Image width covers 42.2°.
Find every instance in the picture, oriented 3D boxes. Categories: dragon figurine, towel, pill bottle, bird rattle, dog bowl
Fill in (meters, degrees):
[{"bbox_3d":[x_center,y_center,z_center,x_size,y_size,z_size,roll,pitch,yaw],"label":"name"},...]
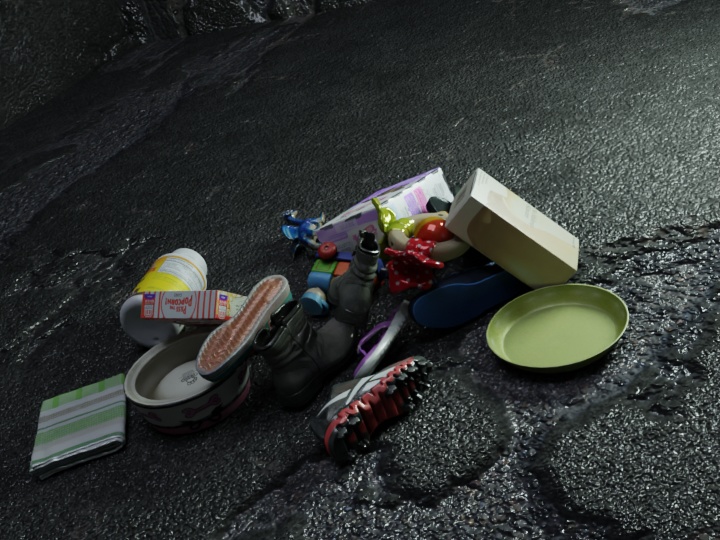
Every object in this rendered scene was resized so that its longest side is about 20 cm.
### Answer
[{"bbox_3d":[-0.115,-0.063,1.792,0.099,0.059,0.200,-14,27,9],"label":"dragon figurine"},{"bbox_3d":[-0.438,0.242,1.474,0.148,0.031,0.200,-18,25,-4],"label":"towel"},{"bbox_3d":[-0.347,0.043,1.685,0.109,0.110,0.200,-8,29,19],"label":"pill bottle"},{"bbox_3d":[0.093,-0.050,1.435,0.162,0.113,0.200,-15,23,-17],"label":"bird rattle"},{"bbox_3d":[-0.258,0.171,1.439,0.199,0.074,0.200,-13,28,7],"label":"dog bowl"}]

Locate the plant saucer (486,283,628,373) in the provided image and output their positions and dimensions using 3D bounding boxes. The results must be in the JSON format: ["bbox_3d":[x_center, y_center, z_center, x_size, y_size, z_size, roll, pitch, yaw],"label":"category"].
[{"bbox_3d":[0.278,0.086,1.318,0.199,0.031,0.200,-14,28,7],"label":"plant saucer"}]

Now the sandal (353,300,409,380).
[{"bbox_3d":[0.021,0.103,1.386,0.050,0.083,0.203,32,31,6],"label":"sandal"}]

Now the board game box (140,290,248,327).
[{"bbox_3d":[-0.232,0.066,1.514,0.151,0.047,0.200,-1,-10,30],"label":"board game box"}]

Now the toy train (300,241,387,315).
[{"bbox_3d":[0.002,0.027,1.554,0.199,0.085,0.116,7,52,27],"label":"toy train"}]

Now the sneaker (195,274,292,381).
[{"bbox_3d":[-0.160,0.100,1.380,0.071,0.080,0.200,14,50,36],"label":"sneaker"}]

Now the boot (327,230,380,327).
[{"bbox_3d":[0.000,0.000,1.417,0.067,0.131,0.200,13,10,-8],"label":"boot"}]

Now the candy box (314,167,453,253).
[{"bbox_3d":[0.044,-0.098,1.674,0.167,0.072,0.200,-17,13,45],"label":"candy box"}]

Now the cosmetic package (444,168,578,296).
[{"bbox_3d":[0.234,-0.057,1.428,0.071,0.200,0.105,-51,9,33],"label":"cosmetic package"}]

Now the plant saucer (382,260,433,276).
[{"bbox_3d":[0.047,-0.011,1.648,0.199,0.019,0.070,0,32,32],"label":"plant saucer"}]

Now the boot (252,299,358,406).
[{"bbox_3d":[-0.076,0.096,1.388,0.067,0.131,0.200,2,34,32],"label":"boot"}]

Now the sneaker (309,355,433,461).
[{"bbox_3d":[0.011,0.174,1.275,0.200,0.071,0.098,-36,35,-28],"label":"sneaker"}]

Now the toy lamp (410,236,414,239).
[{"bbox_3d":[0.137,-0.065,1.619,0.058,0.059,0.200,-4,16,25],"label":"toy lamp"}]

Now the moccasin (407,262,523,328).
[{"bbox_3d":[0.158,0.039,1.446,0.199,0.081,0.068,-14,21,-23],"label":"moccasin"}]

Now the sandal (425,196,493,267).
[{"bbox_3d":[0.175,-0.066,1.553,0.075,0.048,0.201,1,41,-40],"label":"sandal"}]

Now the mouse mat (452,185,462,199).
[{"bbox_3d":[0.234,-0.085,1.579,0.160,0.008,0.200,18,25,-6],"label":"mouse mat"}]
